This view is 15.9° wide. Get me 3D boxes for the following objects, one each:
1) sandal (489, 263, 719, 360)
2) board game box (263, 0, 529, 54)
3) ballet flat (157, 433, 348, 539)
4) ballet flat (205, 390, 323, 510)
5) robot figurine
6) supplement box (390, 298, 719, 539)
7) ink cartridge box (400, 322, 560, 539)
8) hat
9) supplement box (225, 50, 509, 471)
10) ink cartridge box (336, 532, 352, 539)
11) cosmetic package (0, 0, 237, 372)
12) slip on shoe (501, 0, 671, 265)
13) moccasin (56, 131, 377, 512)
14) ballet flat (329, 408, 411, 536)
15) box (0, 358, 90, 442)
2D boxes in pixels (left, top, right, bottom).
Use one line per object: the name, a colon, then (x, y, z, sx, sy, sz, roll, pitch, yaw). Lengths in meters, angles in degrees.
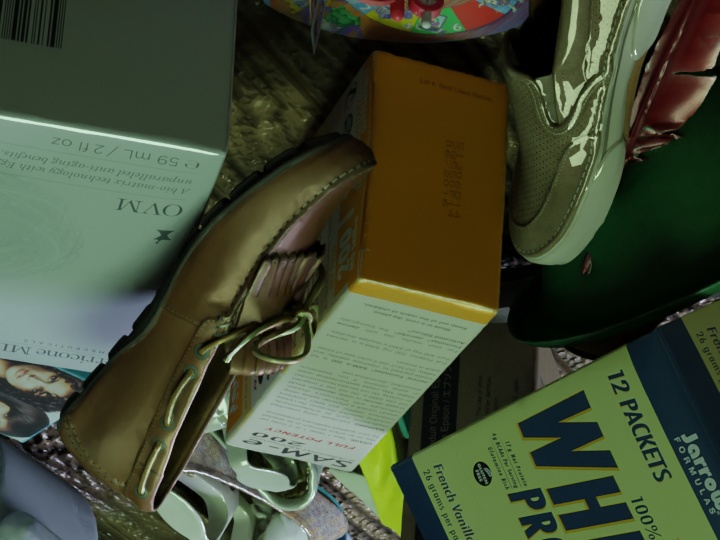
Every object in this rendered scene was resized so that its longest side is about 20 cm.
sandal: (0.106, 0.022, 1.343, 0.199, 0.055, 0.082, -8, 167, 6)
board game box: (0.026, -0.149, 1.127, 0.157, 0.039, 0.200, -2, 146, 5)
ballet flat: (-0.079, 0.140, 1.534, 0.068, 0.067, 0.200, -16, 143, 34)
ballet flat: (-0.071, 0.073, 1.438, 0.069, 0.070, 0.200, -14, 143, 22)
robot figurine: (-0.234, 0.151, 1.515, 0.169, 0.113, 0.200, 6, 155, 39)
supplement box: (0.165, 0.095, 1.258, 0.200, 0.135, 0.200, -21, 172, -44)
ink cartridge box: (0.081, 0.144, 1.448, 0.075, 0.165, 0.200, -5, 145, 14)
hat: (0.121, -0.086, 1.210, 0.200, 0.166, 0.176, -26, 106, 11)
supplement box: (0.000, 0.000, 1.256, 0.073, 0.126, 0.200, 13, 150, -16)
ink cartridge box: (-0.086, 0.234, 1.673, 0.199, 0.067, 0.116, -10, 145, 15)
cosmetic package: (-0.175, -0.060, 1.195, 0.199, 0.123, 0.200, 9, 147, -12)
slip on shoe: (0.088, -0.089, 1.135, 0.060, 0.076, 0.200, 1, 133, -20)
moccasin: (-0.055, 0.024, 1.156, 0.202, 0.078, 0.074, -51, 169, 13)
ballet flat: (0.009, 0.093, 1.470, 0.067, 0.067, 0.200, -2, 140, 17)
box: (-0.238, 0.024, 1.385, 0.200, 0.049, 0.082, 27, 139, -32)
